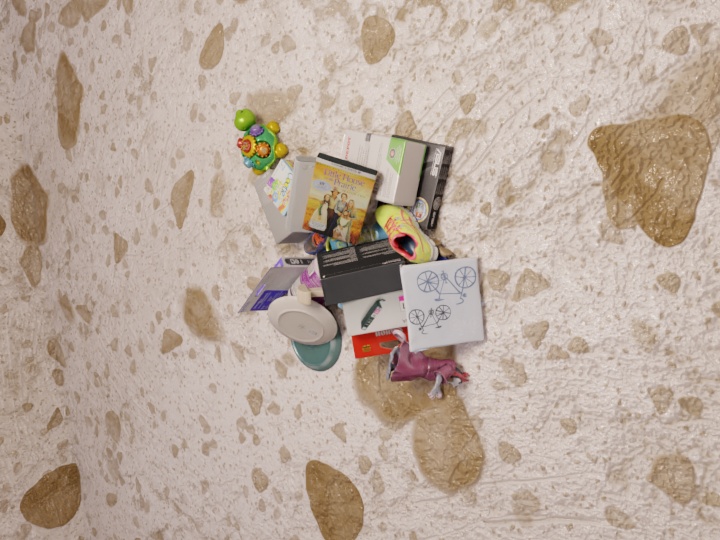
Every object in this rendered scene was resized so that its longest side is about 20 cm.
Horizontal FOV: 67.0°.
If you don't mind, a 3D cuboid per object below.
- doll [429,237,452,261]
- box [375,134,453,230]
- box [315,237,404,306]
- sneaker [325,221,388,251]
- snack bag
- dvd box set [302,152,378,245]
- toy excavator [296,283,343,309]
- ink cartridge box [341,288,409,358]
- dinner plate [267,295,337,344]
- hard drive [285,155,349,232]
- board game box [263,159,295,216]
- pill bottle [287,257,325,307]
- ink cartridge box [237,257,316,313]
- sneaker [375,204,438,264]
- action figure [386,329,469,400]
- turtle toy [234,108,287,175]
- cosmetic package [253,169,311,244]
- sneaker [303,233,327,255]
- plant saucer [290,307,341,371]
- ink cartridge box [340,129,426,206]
[{"bbox_3d":[0.142,0.017,1.335,0.136,0.048,0.201,43,118,28],"label":"doll"},{"bbox_3d":[0.128,-0.216,1.326,0.159,0.044,0.202,23,108,36],"label":"box"},{"bbox_3d":[0.000,0.000,1.311,0.197,0.141,0.080,-12,116,-2],"label":"box"},{"bbox_3d":[-0.003,-0.075,1.388,0.199,0.130,0.080,-22,82,36],"label":"sneaker"},{"bbox_3d":[0.191,0.078,1.244,0.021,0.186,0.203,-170,72,-82],"label":"snack bag"},{"bbox_3d":[-0.051,-0.164,1.282,0.145,0.030,0.201,17,128,-1],"label":"dvd box set"},{"bbox_3d":[-0.038,0.068,1.395,0.199,0.193,0.101,20,117,41],"label":"toy excavator"},{"bbox_3d":[0.065,0.131,1.316,0.197,0.044,0.176,-10,108,3],"label":"ink cartridge box"},{"bbox_3d":[-0.161,0.146,1.485,0.198,0.024,0.201,8,137,8],"label":"dinner plate"},{"bbox_3d":[-0.107,-0.180,1.326,0.026,0.130,0.201,-108,25,-46],"label":"hard drive"},{"bbox_3d":[-0.135,-0.214,1.434,0.103,0.199,0.105,51,121,22],"label":"board game box"},{"bbox_3d":[-0.131,0.058,1.503,0.200,0.112,0.113,-47,67,26],"label":"pill bottle"},{"bbox_3d":[-0.231,0.040,1.533,0.198,0.199,0.044,-49,62,30],"label":"ink cartridge box"},{"bbox_3d":[0.094,-0.089,1.278,0.200,0.090,0.079,46,121,29],"label":"sneaker"},{"bbox_3d":[0.163,0.230,1.298,0.197,0.134,0.151,6,79,0],"label":"action figure"},{"bbox_3d":[-0.312,-0.386,1.617,0.145,0.101,0.202,-29,77,36],"label":"turtle toy"},{"bbox_3d":[-0.216,-0.182,1.560,0.090,0.106,0.202,-27,76,36],"label":"cosmetic package"},{"bbox_3d":[-0.095,-0.107,1.489,0.200,0.078,0.076,-38,71,34],"label":"sneaker"},{"bbox_3d":[-0.138,0.196,1.586,0.198,0.027,0.203,4,96,38],"label":"plant saucer"},{"bbox_3d":[0.045,-0.248,1.306,0.199,0.083,0.147,24,108,41],"label":"ink cartridge box"}]
